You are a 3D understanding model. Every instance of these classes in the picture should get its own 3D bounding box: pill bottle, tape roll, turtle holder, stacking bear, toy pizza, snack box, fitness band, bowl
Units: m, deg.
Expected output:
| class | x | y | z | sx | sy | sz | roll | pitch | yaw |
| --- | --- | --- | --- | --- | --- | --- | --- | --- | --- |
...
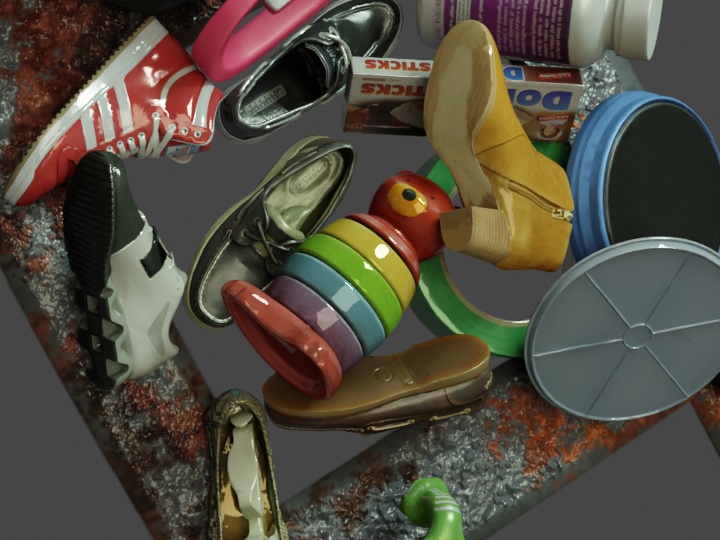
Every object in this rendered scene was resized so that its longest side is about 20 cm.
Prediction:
| class | x | y | z | sx | sy | sz | roll | pitch | yaw |
| --- | --- | --- | --- | --- | --- | --- | --- | --- | --- |
| pill bottle | 0.155 | -0.233 | 1.677 | 0.199 | 0.112 | 0.113 | 10 | 81 | 14 |
| tape roll | 0.128 | -0.023 | 1.726 | 0.200 | 0.048 | 0.201 | 2 | 84 | -20 |
| turtle holder | 0.044 | 0.279 | 1.625 | 0.141 | 0.132 | 0.186 | -22 | 92 | -19 |
| stacking bear | 0.000 | 0.000 | 1.613 | 0.121 | 0.114 | 0.200 | 36 | 71 | 23 |
| toy pizza | 0.236 | 0.048 | 1.696 | 0.199 | 0.032 | 0.201 | -7 | 128 | -9 |
| snack box | 0.086 | -0.145 | 1.672 | 0.199 | 0.072 | 0.024 | 2 | 49 | -8 |
| fitness band | -0.058 | -0.231 | 1.624 | 0.200 | 0.144 | 0.037 | -40 | 88 | -21 |
| bowl | 0.259 | -0.061 | 1.742 | 0.200 | 0.039 | 0.201 | 1 | 88 | -45 |

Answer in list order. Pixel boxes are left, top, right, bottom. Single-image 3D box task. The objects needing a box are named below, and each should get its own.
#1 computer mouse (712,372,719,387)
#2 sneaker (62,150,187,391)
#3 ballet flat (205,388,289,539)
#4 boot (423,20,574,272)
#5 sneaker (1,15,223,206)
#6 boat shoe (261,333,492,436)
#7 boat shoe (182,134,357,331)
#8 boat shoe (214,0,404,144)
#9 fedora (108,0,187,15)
| class | x | y | z | sx | sy | sz | roll | pitch | yaw |
| --- | --- | --- | --- | --- | --- | --- | --- | --- | --- |
| computer mouse | 0.356 | 0.084 | 1.799 | 0.200 | 0.053 | 0.139 | 46 | 69 | -28 |
| sneaker | -0.186 | -0.009 | 1.584 | 0.088 | 0.074 | 0.201 | -19 | 120 | -34 |
| ballet flat | -0.094 | 0.198 | 1.610 | 0.068 | 0.075 | 0.201 | -7 | 88 | -7 |
| boot | 0.123 | -0.100 | 1.639 | 0.144 | 0.071 | 0.202 | 5 | 84 | -50 |
| sneaker | -0.195 | -0.103 | 1.602 | 0.112 | 0.071 | 0.200 | 43 | 71 | -9 |
| boat shoe | 0.016 | 0.110 | 1.662 | 0.199 | 0.071 | 0.070 | -8 | 132 | -8 |
| boat shoe | -0.074 | -0.037 | 1.643 | 0.072 | 0.066 | 0.201 | 42 | 73 | -12 |
| boat shoe | -0.036 | -0.178 | 1.668 | 0.200 | 0.068 | 0.072 | -34 | 97 | -19 |
| fedora | -0.186 | -0.275 | 1.597 | 0.092 | 0.201 | 0.201 | -38 | 101 | 17 |
